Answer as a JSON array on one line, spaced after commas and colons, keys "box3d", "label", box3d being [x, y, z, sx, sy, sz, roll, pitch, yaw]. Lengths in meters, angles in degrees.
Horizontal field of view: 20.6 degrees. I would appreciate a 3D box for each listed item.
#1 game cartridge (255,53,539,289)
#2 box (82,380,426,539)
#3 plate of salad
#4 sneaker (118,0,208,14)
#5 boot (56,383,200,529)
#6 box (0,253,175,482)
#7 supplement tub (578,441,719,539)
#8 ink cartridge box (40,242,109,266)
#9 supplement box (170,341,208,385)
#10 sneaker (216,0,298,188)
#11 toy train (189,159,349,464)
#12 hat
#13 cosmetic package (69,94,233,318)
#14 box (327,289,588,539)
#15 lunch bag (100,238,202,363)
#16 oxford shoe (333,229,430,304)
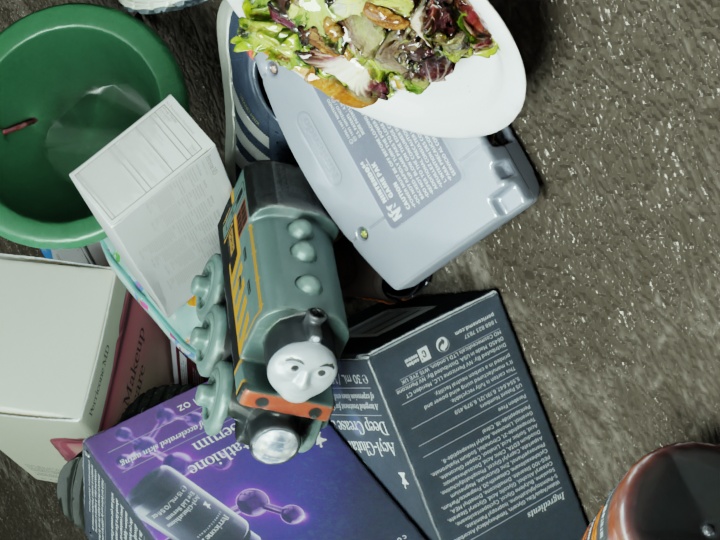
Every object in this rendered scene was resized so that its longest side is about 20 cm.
[{"box3d": [0.012, -0.097, 1.188, 0.133, 0.041, 0.200, -34, 80, 36], "label": "game cartridge"}, {"box3d": [-0.066, 0.174, 1.258, 0.200, 0.148, 0.104, 46, 148, 31], "label": "box"}, {"box3d": [-0.004, -0.130, 1.073, 0.200, 0.048, 0.200, 27, 156, 13], "label": "plate of salad"}, {"box3d": [-0.150, -0.234, 1.379, 0.200, 0.077, 0.087, 26, 130, 51], "label": "sneaker"}, {"box3d": [-0.101, 0.154, 1.443, 0.211, 0.158, 0.080, 21, 110, 13], "label": "boot"}, {"box3d": [-0.225, 0.085, 1.557, 0.200, 0.109, 0.128, 64, -146, -66], "label": "box"}, {"box3d": [0.166, 0.185, 1.123, 0.107, 0.107, 0.200, 54, 152, 21], "label": "supplement tub"}, {"box3d": [-0.205, -0.057, 1.625, 0.146, 0.084, 0.200, 56, 154, 18], "label": "ink cartridge box"}, {"box3d": [-0.073, 0.131, 1.572, 0.200, 0.061, 0.109, 44, 148, 38], "label": "supplement box"}, {"box3d": [-0.044, -0.089, 1.309, 0.084, 0.075, 0.200, 30, 139, 51], "label": "sneaker"}, {"box3d": [-0.053, 0.023, 1.211, 0.200, 0.085, 0.114, -99, 27, -51], "label": "toy train"}, {"box3d": [-0.185, -0.093, 1.424, 0.166, 0.200, 0.176, 39, 175, 11], "label": "hat"}, {"box3d": [-0.125, -0.038, 1.284, 0.051, 0.082, 0.200, 50, 172, 16], "label": "cosmetic package"}, {"box3d": [0.047, 0.126, 1.291, 0.148, 0.107, 0.200, -8, 106, 63], "label": "box"}, {"box3d": [-0.101, 0.031, 1.471, 0.200, 0.077, 0.160, 46, 180, 39], "label": "lunch bag"}, {"box3d": [0.000, 0.000, 1.313, 0.073, 0.071, 0.200, 56, 152, 9], "label": "oxford shoe"}]
